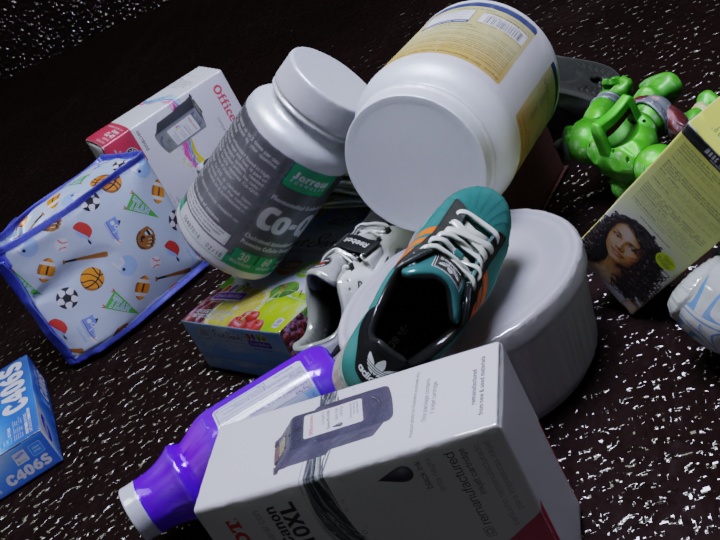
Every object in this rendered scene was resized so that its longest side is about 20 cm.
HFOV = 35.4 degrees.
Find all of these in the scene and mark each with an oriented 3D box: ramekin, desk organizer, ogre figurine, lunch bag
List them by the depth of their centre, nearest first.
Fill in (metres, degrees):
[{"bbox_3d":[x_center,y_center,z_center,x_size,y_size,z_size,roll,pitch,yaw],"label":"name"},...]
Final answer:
[{"bbox_3d":[0.090,0.047,0.878,0.202,0.094,0.203,-22,26,11],"label":"ramekin"},{"bbox_3d":[0.259,-0.124,1.015,0.120,0.098,0.200,-33,53,-17],"label":"ogre figurine"},{"bbox_3d":[0.126,-0.072,1.080,0.071,0.077,0.200,-8,32,35],"label":"desk organizer"},{"bbox_3d":[-0.307,-0.015,1.301,0.124,0.170,0.200,-1,37,49],"label":"lunch bag"}]

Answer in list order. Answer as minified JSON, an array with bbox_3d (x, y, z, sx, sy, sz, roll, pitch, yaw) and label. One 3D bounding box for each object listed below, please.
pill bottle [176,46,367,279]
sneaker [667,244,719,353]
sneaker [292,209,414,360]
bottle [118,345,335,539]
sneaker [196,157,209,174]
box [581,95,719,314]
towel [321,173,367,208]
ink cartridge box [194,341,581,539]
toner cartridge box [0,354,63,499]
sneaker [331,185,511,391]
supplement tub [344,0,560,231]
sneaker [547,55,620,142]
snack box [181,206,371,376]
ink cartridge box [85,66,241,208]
[{"bbox_3d":[-0.076,-0.098,1.041,0.200,0.113,0.113,-52,14,27],"label":"pill bottle"},{"bbox_3d":[0.291,0.000,0.816,0.200,0.072,0.072,-36,-15,-40],"label":"sneaker"},{"bbox_3d":[0.000,0.000,0.971,0.074,0.088,0.201,-5,60,46],"label":"sneaker"},{"bbox_3d":[-0.094,0.141,0.898,0.199,0.084,0.065,-31,33,-7],"label":"bottle"},{"bbox_3d":[-0.131,-0.140,1.464,0.114,0.076,0.200,-41,25,-19],"label":"sneaker"},{"bbox_3d":[0.227,-0.042,0.810,0.050,0.075,0.200,-37,-12,-25],"label":"box"},{"bbox_3d":[-0.014,-0.094,1.190,0.170,0.048,0.200,-1,7,20],"label":"towel"},{"bbox_3d":[0.020,0.147,0.701,0.199,0.145,0.084,-19,28,19],"label":"ink cartridge box"},{"bbox_3d":[-0.371,0.164,1.180,0.095,0.043,0.200,-33,26,-8],"label":"toner cartridge box"},{"bbox_3d":[0.056,0.008,0.762,0.200,0.071,0.080,-55,1,-31],"label":"sneaker"},{"bbox_3d":[0.080,-0.133,0.966,0.144,0.145,0.200,-11,25,32],"label":"supplement tub"},{"bbox_3d":[0.158,-0.177,1.159,0.114,0.198,0.077,118,162,-53],"label":"sneaker"},{"bbox_3d":[-0.050,0.017,1.105,0.168,0.068,0.200,3,37,49],"label":"snack box"},{"bbox_3d":[-0.251,-0.168,1.554,0.200,0.148,0.086,-37,27,-16],"label":"ink cartridge box"}]
